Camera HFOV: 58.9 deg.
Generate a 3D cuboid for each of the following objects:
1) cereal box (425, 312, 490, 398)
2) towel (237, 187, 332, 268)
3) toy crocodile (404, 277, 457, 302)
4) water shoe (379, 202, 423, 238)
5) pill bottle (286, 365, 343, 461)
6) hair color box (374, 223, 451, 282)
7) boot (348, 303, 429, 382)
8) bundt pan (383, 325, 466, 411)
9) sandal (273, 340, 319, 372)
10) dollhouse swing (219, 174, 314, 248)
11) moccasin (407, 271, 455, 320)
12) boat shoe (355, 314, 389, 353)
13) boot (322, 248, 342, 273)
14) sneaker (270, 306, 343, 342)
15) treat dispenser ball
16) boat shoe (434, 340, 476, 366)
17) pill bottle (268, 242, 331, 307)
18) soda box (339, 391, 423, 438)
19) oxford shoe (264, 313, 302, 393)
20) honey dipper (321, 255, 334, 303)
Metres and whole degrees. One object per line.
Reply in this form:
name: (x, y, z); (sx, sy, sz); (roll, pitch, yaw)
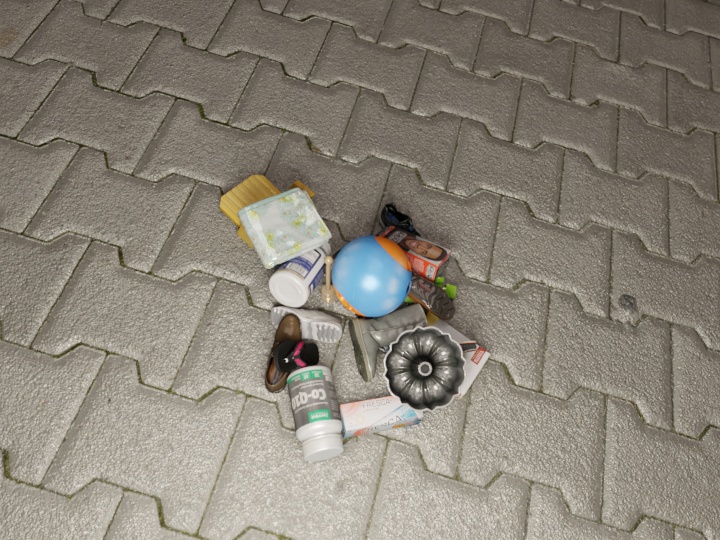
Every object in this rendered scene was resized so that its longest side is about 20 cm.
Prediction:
cereal box: (0.221, 0.220, 1.677); (0.199, 0.040, 0.144); (34, 61, 11)
towel: (-0.195, -0.116, 1.654); (0.199, 0.048, 0.172); (-25, 73, -23)
toy crocodile: (0.171, 0.054, 1.759); (0.198, 0.062, 0.068); (-1, 86, -4)
water shoe: (0.128, -0.110, 1.837); (0.071, 0.079, 0.200); (-37, 71, -26)
pill bottle: (-0.105, 0.338, 1.509); (0.112, 0.113, 0.201); (-8, 60, -14)
hair color box: (0.138, -0.050, 1.758); (0.199, 0.062, 0.101); (25, 37, 18)
boot: (0.082, 0.180, 1.610); (0.199, 0.073, 0.183); (-4, 70, -21)
bundt pan: (0.151, 0.234, 1.534); (0.200, 0.076, 0.204); (0, 85, -2)
sandal: (-0.144, 0.204, 1.548); (0.045, 0.200, 0.076); (-7, 84, 27)
dollhouse swing: (-0.273, -0.198, 1.783); (0.200, 0.182, 0.176); (-41, 93, -27)
moccasin: (0.162, 0.065, 1.694); (0.201, 0.078, 0.074); (30, 70, 5)
boat shoe: (0.015, 0.129, 1.680); (0.200, 0.071, 0.091); (35, 61, 11)
boot: (0.000, 0.000, 1.718); (0.132, 0.070, 0.200); (43, 36, 18)
sneaker: (-0.139, 0.137, 1.665); (0.199, 0.075, 0.082); (16, 21, 8)
treat dispenser ball: (0.028, 0.014, 1.583); (0.199, 0.201, 0.202); (4, 58, -7)
boat shoe: (0.205, 0.225, 1.609); (0.199, 0.071, 0.063); (-15, 75, -9)
pill bottle: (-0.152, -0.004, 1.698); (0.111, 0.111, 0.200); (25, 43, 6)
soda box: (0.048, 0.352, 1.556); (0.199, 0.064, 0.069); (-8, 60, -13)
oxford shoe: (-0.187, 0.199, 1.571); (0.072, 0.084, 0.201); (10, 72, 2)
honey dipper: (-0.085, 0.020, 1.652); (0.038, 0.200, 0.038); (1, 57, -1)
